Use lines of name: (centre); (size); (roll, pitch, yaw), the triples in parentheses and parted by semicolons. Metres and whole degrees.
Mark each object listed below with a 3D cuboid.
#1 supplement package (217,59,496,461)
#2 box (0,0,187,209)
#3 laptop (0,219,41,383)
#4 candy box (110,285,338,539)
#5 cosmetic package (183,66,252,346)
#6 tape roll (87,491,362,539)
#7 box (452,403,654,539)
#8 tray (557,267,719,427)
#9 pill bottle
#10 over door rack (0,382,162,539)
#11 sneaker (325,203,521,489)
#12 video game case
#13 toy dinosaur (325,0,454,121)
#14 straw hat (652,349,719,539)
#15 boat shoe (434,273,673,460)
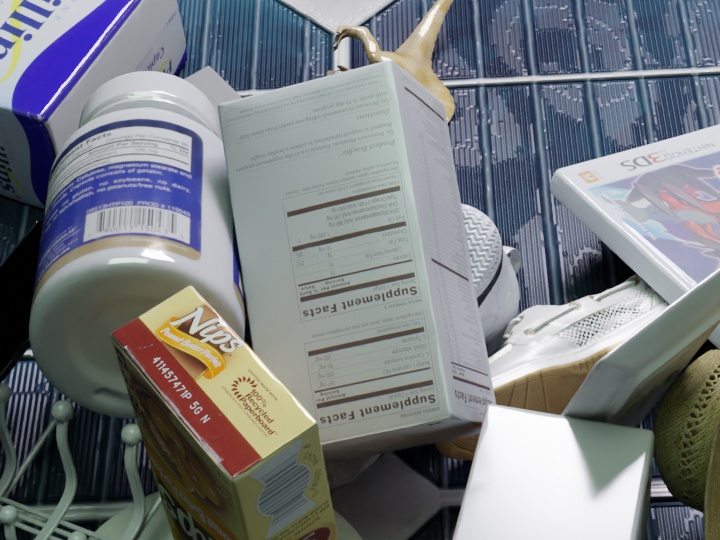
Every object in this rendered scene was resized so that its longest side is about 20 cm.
supplement package: (0.000, 0.000, 0.996); (0.109, 0.114, 0.202); (-13, 77, 17)
box: (-0.260, -0.160, 1.292); (0.198, 0.105, 0.185); (17, 53, 18)
laptop: (-0.290, 0.063, 1.054); (0.199, 0.116, 0.188); (9, 49, 35)
candy box: (-0.064, 0.116, 0.919); (0.055, 0.201, 0.115); (-31, 53, -20)
cosmetic package: (-0.076, -0.033, 1.164); (0.090, 0.107, 0.200); (-32, 52, -22)
tape roll: (-0.082, 0.210, 0.997); (0.201, 0.037, 0.204); (-2, 48, 2)
box: (0.094, 0.194, 0.937); (0.097, 0.125, 0.201); (9, 50, 13)
tray: (0.153, 0.070, 1.001); (0.107, 0.200, 0.022); (-35, 74, -23)
pill bottle: (-0.127, -0.023, 1.018); (0.118, 0.120, 0.201); (-5, 40, 1)
over door rack: (-0.150, 0.086, 1.058); (0.147, 0.067, 0.200); (10, 48, 44)
sneaker: (0.035, 0.056, 1.099); (0.075, 0.115, 0.201); (36, 96, 24)
video game case: (0.253, -0.022, 1.146); (0.181, 0.023, 0.200); (-16, 47, -33)
toy dinosaur: (0.024, -0.142, 1.297); (0.100, 0.058, 0.201); (15, 58, -2)
straw hat: (0.214, 0.095, 0.992); (0.085, 0.202, 0.201); (15, 48, 43)
boat shoe: (0.119, 0.056, 1.097); (0.199, 0.071, 0.069); (-20, 49, -25)
